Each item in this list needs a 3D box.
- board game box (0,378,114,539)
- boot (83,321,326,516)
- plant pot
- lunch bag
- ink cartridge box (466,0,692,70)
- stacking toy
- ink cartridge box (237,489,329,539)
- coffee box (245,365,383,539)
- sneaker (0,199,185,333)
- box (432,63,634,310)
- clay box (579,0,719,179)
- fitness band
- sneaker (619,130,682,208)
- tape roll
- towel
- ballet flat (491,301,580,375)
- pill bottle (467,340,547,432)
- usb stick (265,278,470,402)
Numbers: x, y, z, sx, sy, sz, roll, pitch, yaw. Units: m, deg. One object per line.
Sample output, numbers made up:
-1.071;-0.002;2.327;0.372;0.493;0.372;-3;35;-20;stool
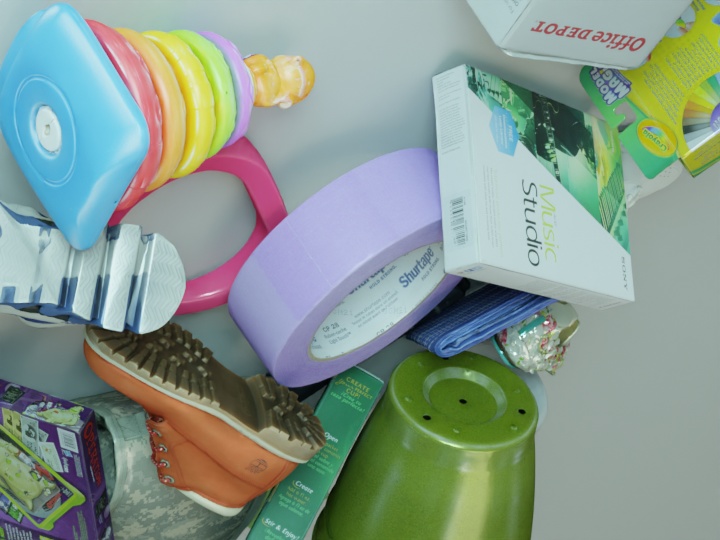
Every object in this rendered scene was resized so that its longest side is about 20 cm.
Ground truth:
-0.243;0.162;1.098;0.119;0.032;0.201;13;133;12;board game box
-0.131;0.107;1.053;0.199;0.075;0.107;36;113;-28;boot
0.071;0.180;1.280;0.199;0.201;0.194;-11;130;-31;plant pot
-0.158;0.151;1.194;0.163;0.118;0.200;-7;149;-34;lunch bag
0.167;-0.229;0.918;0.144;0.085;0.200;0;139;-42;ink cartridge box
-0.103;-0.102;0.875;0.199;0.110;0.116;-20;159;-41;stacking toy
-0.137;0.227;1.393;0.199;0.060;0.104;-31;152;1;ink cartridge box
-0.051;0.184;1.245;0.201;0.044;0.123;-61;178;-28;coffee box
-0.216;-0.003;0.904;0.198;0.081;0.115;18;166;-22;sneaker
0.130;-0.056;1.090;0.036;0.146;0.199;-14;162;39;box
0.271;-0.159;1.095;0.199;0.115;0.048;-36;152;13;clay box
-0.122;-0.026;1.033;0.143;0.038;0.200;-30;153;-5;fitness band
0.184;-0.051;1.215;0.198;0.087;0.075;-21;144;-20;sneaker
0.000;0.000;1.111;0.199;0.066;0.200;-33;161;-12;tape roll
0.113;0.032;1.247;0.144;0.024;0.200;-27;-177;-4;towel
0.167;0.055;1.341;0.064;0.076;0.200;-36;174;12;ballet flat
0.094;0.169;1.458;0.113;0.115;0.201;-10;146;-32;pill bottle
0.005;0.056;1.280;0.199;0.033;0.055;-33;153;5;usb stick
